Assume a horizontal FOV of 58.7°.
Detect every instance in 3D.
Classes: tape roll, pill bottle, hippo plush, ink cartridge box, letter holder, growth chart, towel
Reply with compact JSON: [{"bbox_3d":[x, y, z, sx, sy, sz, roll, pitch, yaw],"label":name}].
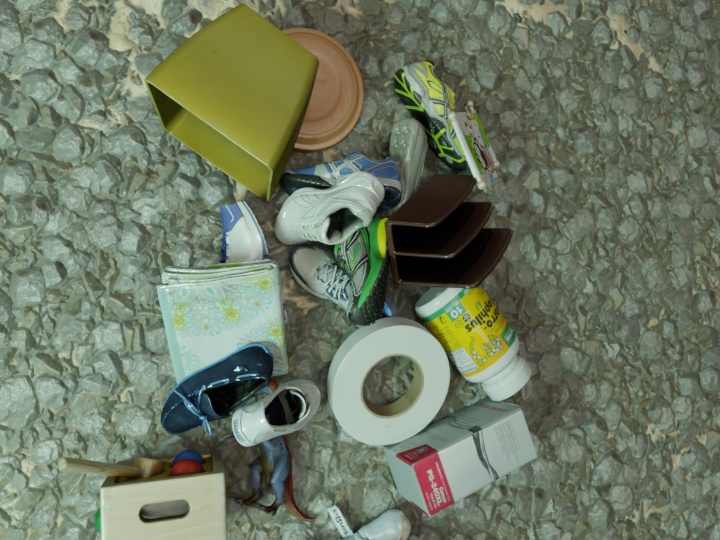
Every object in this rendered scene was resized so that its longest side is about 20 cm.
[{"bbox_3d":[0.045,0.174,0.997,0.197,0.037,0.208,-6,110,-17],"label":"tape roll"},{"bbox_3d":[0.187,0.107,1.041,0.112,0.113,0.202,-39,95,-15],"label":"pill bottle"},{"bbox_3d":[0.036,0.440,0.937,0.159,0.160,0.201,-42,101,-15],"label":"hippo plush"},{"bbox_3d":[0.153,0.283,0.998,0.196,0.145,0.085,-21,90,-16],"label":"ink cartridge box"},{"bbox_3d":[0.144,-0.064,0.971,0.200,0.139,0.103,-44,131,-50],"label":"letter holder"},{"bbox_3d":[0.190,-0.205,1.054,0.017,0.200,0.147,-24,97,25],"label":"growth chart"},{"bbox_3d":[-0.192,0.080,0.918,0.166,0.049,0.204,-4,122,-6],"label":"towel"}]

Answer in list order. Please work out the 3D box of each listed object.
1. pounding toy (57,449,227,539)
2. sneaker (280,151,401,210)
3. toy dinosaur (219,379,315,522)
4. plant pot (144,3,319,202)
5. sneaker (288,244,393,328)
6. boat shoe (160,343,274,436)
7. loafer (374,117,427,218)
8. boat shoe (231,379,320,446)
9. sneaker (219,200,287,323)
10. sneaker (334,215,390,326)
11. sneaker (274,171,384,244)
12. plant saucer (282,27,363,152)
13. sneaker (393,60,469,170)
[{"bbox_3d":[-0.281,0.299,0.857,0.195,0.184,0.146,-2,85,-15],"label":"pounding toy"},{"bbox_3d":[-0.029,-0.142,1.015,0.194,0.076,0.079,5,60,6],"label":"sneaker"},{"bbox_3d":[-0.141,0.265,0.976,0.199,0.103,0.186,35,63,-44],"label":"toy dinosaur"},{"bbox_3d":[-0.163,-0.247,0.920,0.198,0.200,0.178,34,79,-5],"label":"plant pot"},{"bbox_3d":[-0.023,0.022,1.004,0.198,0.085,0.078,35,77,-9],"label":"sneaker"},{"bbox_3d":[-0.210,0.177,0.908,0.199,0.069,0.084,-39,125,15],"label":"boat shoe"},{"bbox_3d":[0.072,-0.147,1.052,0.069,0.069,0.205,20,83,-48],"label":"loafer"},{"bbox_3d":[-0.100,0.199,0.918,0.064,0.199,0.075,-25,88,25],"label":"boat shoe"},{"bbox_3d":[-0.191,0.003,0.962,0.113,0.080,0.204,-20,92,-18],"label":"sneaker"},{"bbox_3d":[0.000,0.000,0.948,0.083,0.079,0.203,2,44,7],"label":"sneaker"},{"bbox_3d":[-0.059,-0.076,0.954,0.078,0.197,0.101,48,37,-29],"label":"sneaker"},{"bbox_3d":[-0.088,-0.297,1.044,0.195,0.032,0.206,1,85,-16],"label":"plant saucer"},{"bbox_3d":[0.137,-0.265,1.081,0.076,0.075,0.203,-33,95,-15],"label":"sneaker"}]
